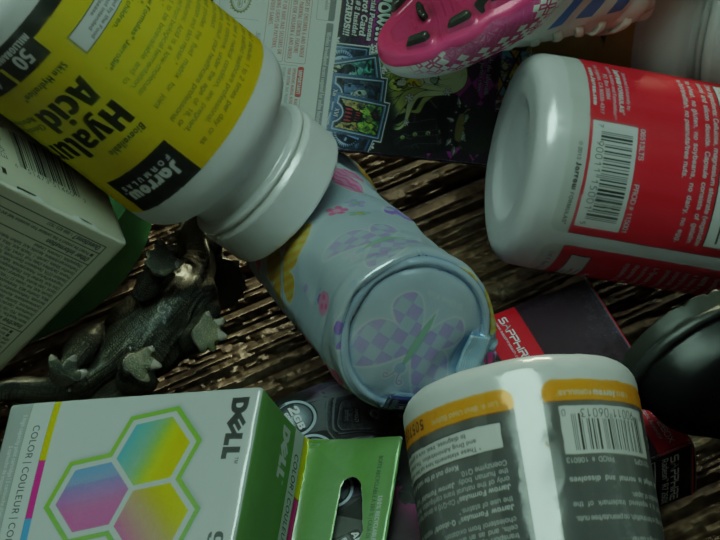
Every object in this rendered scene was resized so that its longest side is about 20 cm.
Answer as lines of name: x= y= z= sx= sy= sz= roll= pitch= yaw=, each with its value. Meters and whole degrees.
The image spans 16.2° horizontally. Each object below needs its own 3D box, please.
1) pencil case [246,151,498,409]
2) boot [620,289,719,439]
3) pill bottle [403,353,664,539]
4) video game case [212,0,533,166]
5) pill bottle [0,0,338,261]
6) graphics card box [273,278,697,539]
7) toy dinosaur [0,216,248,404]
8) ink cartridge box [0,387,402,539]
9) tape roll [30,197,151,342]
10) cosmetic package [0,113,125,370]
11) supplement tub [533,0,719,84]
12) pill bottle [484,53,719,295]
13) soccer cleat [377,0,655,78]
pencil case: x=0.000 y=0.000 z=1.315 sx=0.090 sy=0.084 sz=0.200 roll=3 pitch=18 yaw=-22
boot: x=0.240 y=0.087 z=1.226 sx=0.210 sy=0.080 sz=0.158 roll=1 pitch=44 yaw=-28
pill bottle: x=0.088 y=0.148 z=1.175 sx=0.115 sy=0.116 sz=0.202 roll=-8 pitch=73 yaw=-1
video game case: x=0.009 y=-0.163 z=1.359 sx=0.180 sy=0.202 sz=0.036 roll=5 pitch=12 yaw=-10
pill bottle: x=-0.109 y=-0.094 z=1.277 sx=0.111 sy=0.200 sz=0.112 roll=-40 pitch=27 yaw=26
graphics card box: x=0.058 y=0.093 z=1.299 sx=0.199 sy=0.051 sz=0.126 roll=-21 pitch=51 yaw=-10
toy dinosaur: x=-0.123 y=0.040 z=1.347 sx=0.077 sy=0.102 sz=0.200 roll=42 pitch=78 yaw=2
ink cartridge box: x=-0.087 y=0.119 z=1.246 sx=0.198 sy=0.059 sz=0.105 roll=-4 pitch=57 yaw=23
tape roll: x=-0.219 y=-0.044 z=1.444 sx=0.199 sy=0.048 sz=0.202 roll=-3 pitch=50 yaw=4
cosmetic package: x=-0.227 y=0.011 z=1.299 sx=0.200 sy=0.103 sz=0.073 roll=-42 pitch=46 yaw=19
supplement tub: x=0.140 y=-0.171 z=1.447 sx=0.199 sy=0.145 sz=0.145 roll=17 pitch=54 yaw=19
pill bottle: x=0.173 y=-0.044 z=1.338 sx=0.198 sy=0.113 sz=0.113 roll=9 pitch=49 yaw=-11
soccer cleat: x=0.106 y=-0.145 z=1.328 sx=0.199 sy=0.087 sz=0.070 roll=-32 pitch=38 yaw=3
